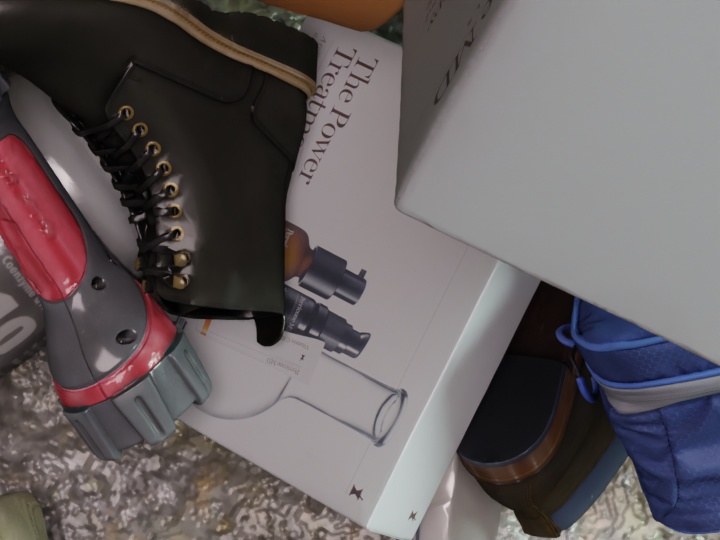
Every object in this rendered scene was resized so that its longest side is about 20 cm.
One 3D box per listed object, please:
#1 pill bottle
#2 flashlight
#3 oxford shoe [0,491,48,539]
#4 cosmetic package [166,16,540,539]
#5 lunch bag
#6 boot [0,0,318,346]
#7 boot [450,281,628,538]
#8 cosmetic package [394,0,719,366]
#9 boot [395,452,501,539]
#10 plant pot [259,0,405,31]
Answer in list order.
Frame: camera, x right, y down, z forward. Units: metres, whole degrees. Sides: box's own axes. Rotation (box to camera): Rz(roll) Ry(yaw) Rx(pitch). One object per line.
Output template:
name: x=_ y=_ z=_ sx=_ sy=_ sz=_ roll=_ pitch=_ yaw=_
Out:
pill bottle: x=-0.167 y=-0.020 z=1.292 sx=0.200 sy=0.114 sz=0.114 roll=-36 pitch=88 yaw=2
flashlight: x=-0.142 y=-0.013 z=1.199 sx=0.068 sy=0.068 sz=0.200 roll=-44 pitch=114 yaw=-27
oxford shoe: x=-0.163 y=0.203 z=1.313 sx=0.071 sy=0.074 sz=0.201 roll=11 pitch=112 yaw=30
cosmetic package: x=0.000 y=0.000 z=1.252 sx=0.151 sy=0.052 sz=0.200 roll=26 pitch=91 yaw=28
lunch bag: x=0.182 y=0.015 z=1.196 sx=0.199 sy=0.136 sz=0.133 roll=-14 pitch=121 yaw=17
boot: x=-0.099 y=-0.049 z=1.176 sx=0.200 sy=0.077 sz=0.139 roll=11 pitch=77 yaw=-37
boot: x=0.102 y=0.030 z=1.310 sx=0.075 sy=0.097 sz=0.200 roll=14 pitch=62 yaw=28
cosmetic package: x=0.123 y=-0.096 z=1.044 sx=0.166 sy=0.200 sz=0.168 roll=26 pitch=115 yaw=-11
boot: x=0.015 y=0.064 z=1.314 sx=0.090 sy=0.073 sz=0.201 roll=2 pitch=93 yaw=24
plant pot: x=-0.022 y=-0.197 z=1.186 sx=0.140 sy=0.200 sz=0.200 roll=29 pitch=91 yaw=-15
